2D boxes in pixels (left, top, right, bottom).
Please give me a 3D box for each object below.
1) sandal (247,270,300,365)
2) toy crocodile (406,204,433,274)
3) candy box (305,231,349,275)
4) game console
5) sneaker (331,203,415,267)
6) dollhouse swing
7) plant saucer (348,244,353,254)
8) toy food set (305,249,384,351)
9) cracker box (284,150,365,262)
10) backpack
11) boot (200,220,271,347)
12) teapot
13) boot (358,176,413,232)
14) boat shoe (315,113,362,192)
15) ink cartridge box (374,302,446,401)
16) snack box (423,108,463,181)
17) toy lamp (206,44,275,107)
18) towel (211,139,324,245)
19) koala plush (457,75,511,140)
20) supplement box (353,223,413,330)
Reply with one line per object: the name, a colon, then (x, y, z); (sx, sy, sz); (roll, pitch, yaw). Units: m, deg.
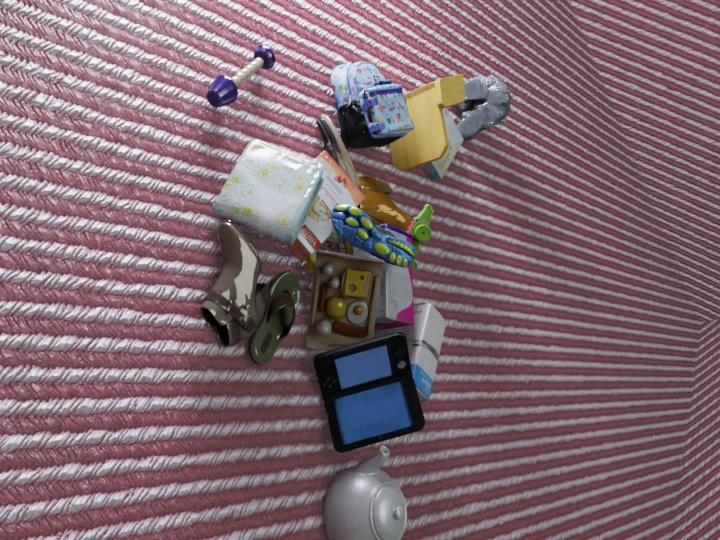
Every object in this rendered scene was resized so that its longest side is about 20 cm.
sandal: (-0.157, 0.095, 1.424); (0.080, 0.056, 0.205); (43, 50, -35)
toy crocodile: (0.115, -0.057, 1.658); (0.060, 0.068, 0.204); (21, 100, -5)
candy box: (-0.082, -0.093, 1.549); (0.100, 0.026, 0.206); (-5, 76, -29)
game console: (0.019, 0.245, 1.465); (0.118, 0.194, 0.179); (-110, -173, -52)
sneaker: (0.021, -0.065, 1.490); (0.196, 0.083, 0.072); (30, 82, -10)
dollhouse swing: (0.170, -0.368, 1.832); (0.180, 0.197, 0.180); (-27, 100, -50)
plant saucer: (0.000, 0.000, 1.648); (0.198, 0.048, 0.206); (28, 60, -43)
toy food set: (-0.032, 0.066, 1.476); (0.061, 0.139, 0.206); (-95, -168, -77)
cracker box: (-0.097, -0.135, 1.504); (0.134, 0.057, 0.201); (47, 57, -8)
backpack: (0.021, -0.402, 1.717); (0.181, 0.132, 0.206); (-14, 88, -51)
boot: (-0.242, 0.031, 1.332); (0.146, 0.069, 0.203); (-46, 115, -44)
teapot: (0.030, 0.497, 1.474); (0.201, 0.144, 0.200); (52, 46, -29)
boot: (0.043, -0.131, 1.697); (0.142, 0.071, 0.205); (-3, 61, -49)
boat shoe: (-0.060, -0.251, 1.628); (0.072, 0.064, 0.204); (133, -68, -86)
ink cartridge box: (0.100, 0.188, 1.640); (0.086, 0.144, 0.204); (45, 49, -34)
snack box: (0.218, -0.354, 2.015); (0.117, 0.036, 0.202); (55, 44, -24)
toy lamp: (-0.240, -0.388, 1.454); (0.059, 0.057, 0.201); (55, 44, -24)
towel: (-0.173, -0.156, 1.414); (0.167, 0.049, 0.203); (20, 55, 3)
koala plush: (0.379, -0.497, 2.163); (0.199, 0.180, 0.182); (-24, 99, -62)
supplement box: (0.050, 0.018, 1.587); (0.100, 0.102, 0.206); (18, 65, -47)
